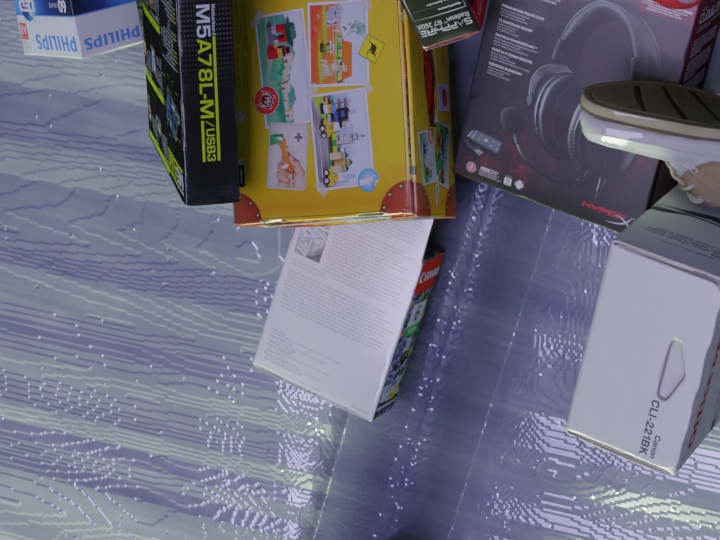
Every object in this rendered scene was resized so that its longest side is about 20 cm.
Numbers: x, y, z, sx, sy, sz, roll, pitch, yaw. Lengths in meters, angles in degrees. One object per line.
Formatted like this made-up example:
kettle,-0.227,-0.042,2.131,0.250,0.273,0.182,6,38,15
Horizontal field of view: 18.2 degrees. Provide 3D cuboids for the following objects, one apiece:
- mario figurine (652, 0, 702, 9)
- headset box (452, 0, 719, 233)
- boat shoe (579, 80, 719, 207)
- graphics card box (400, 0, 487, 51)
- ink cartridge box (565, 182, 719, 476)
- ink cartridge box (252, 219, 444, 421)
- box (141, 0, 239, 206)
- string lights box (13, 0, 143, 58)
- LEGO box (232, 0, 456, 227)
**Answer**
mario figurine,0.210,-0.265,1.421,0.122,0.106,0.202,8,107,25
headset box,0.161,-0.145,1.556,0.148,0.077,0.202,21,117,18
boat shoe,0.235,-0.076,1.483,0.198,0.075,0.069,8,118,-12
graphics card box,0.032,-0.266,1.509,0.050,0.126,0.201,-14,125,23
ink cartridge box,0.221,0.028,1.513,0.083,0.200,0.145,20,115,19
ink cartridge box,0.000,0.000,1.700,0.108,0.050,0.202,24,108,18
box,-0.127,-0.166,1.633,0.047,0.200,0.195,-7,108,-11
string lights box,-0.229,-0.266,1.698,0.102,0.059,0.202,10,114,55
LEGO box,-0.016,-0.134,1.617,0.148,0.077,0.202,-2,90,26
